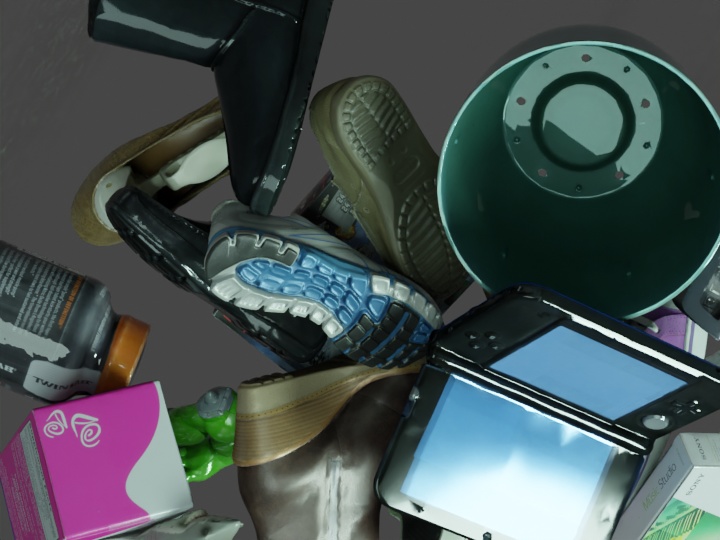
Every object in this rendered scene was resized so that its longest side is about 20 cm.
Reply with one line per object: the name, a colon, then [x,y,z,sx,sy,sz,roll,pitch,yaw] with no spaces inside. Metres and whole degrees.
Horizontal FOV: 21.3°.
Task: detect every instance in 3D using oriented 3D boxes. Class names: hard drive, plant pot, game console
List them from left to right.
game console: [0.138,0.117,1.339,0.199,0.119,0.171,23,148,-23]
plant pot: [0.159,-0.084,1.359,0.199,0.161,0.202,2,111,6]
hard drive: [0.283,-0.050,1.362,0.042,0.135,0.201,28,94,4]

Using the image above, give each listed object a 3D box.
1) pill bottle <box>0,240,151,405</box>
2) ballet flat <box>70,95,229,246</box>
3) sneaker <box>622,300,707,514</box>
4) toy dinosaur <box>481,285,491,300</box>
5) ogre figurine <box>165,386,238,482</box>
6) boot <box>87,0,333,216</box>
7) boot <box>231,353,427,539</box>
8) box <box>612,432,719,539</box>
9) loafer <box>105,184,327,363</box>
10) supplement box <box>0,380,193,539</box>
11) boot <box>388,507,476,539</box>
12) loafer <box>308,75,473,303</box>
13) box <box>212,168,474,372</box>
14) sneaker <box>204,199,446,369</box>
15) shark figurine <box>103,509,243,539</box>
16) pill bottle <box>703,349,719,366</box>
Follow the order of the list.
pill bottle: [-0.265,0.038,1.481,0.199,0.106,0.107,22,113,-5]
ballet flat: [-0.143,-0.072,1.441,0.199,0.072,0.068,-28,108,16]
sneaker: [0.186,0.080,1.442,0.114,0.073,0.201,18,92,-24]
toy dinosaur: [0.131,0.063,1.494,0.200,0.058,0.101,40,98,-23]
ogre figurine: [-0.075,0.144,1.510,0.200,0.098,0.120,40,147,1]
boot: [-0.115,-0.147,1.363,0.167,0.076,0.201,14,70,-2]
boot: [0.001,0.149,1.441,0.199,0.072,0.167,-11,98,-21]
box: [0.300,0.182,1.470,0.199,0.036,0.145,4,136,-23]
loafer: [-0.100,-0.008,1.420,0.200,0.068,0.071,36,79,-22]
supplement box: [-0.206,0.162,1.459,0.101,0.200,0.104,-12,79,-22]
boot: [0.104,0.205,1.476,0.144,0.200,0.073,25,94,-6]
loafer: [0.024,-0.064,1.392,0.076,0.067,0.201,-37,124,-17]
box: [0.000,0.000,1.478,0.137,0.040,0.200,38,111,-12]
sneaker: [-0.024,0.000,1.381,0.199,0.087,0.075,27,116,-26]
shark figurine: [-0.143,0.239,1.450,0.127,0.215,0.090,-14,76,-5]
pill bottle: [0.361,0.052,1.435,0.199,0.104,0.104,-31,108,16]
